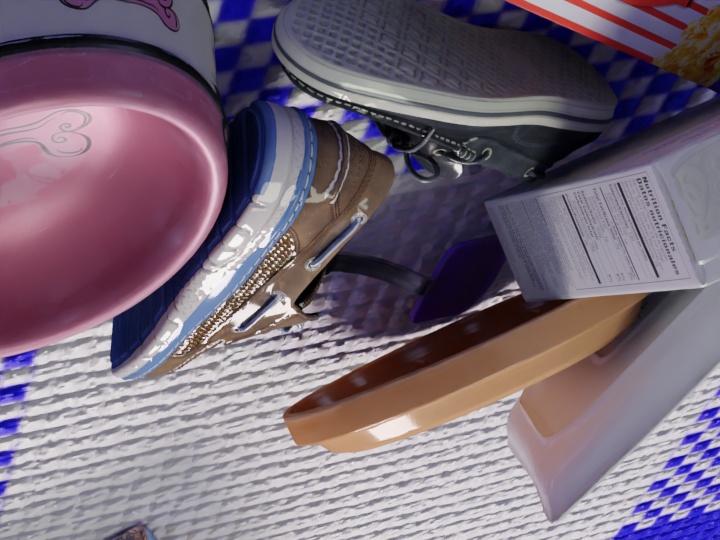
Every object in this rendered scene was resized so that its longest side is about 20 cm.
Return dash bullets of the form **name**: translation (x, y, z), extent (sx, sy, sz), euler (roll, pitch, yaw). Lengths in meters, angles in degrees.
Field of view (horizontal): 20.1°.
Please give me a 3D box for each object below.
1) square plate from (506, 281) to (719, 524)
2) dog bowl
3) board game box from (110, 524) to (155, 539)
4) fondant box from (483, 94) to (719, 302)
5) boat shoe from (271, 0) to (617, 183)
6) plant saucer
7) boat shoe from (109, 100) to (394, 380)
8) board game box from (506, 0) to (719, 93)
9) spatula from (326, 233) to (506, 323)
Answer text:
- **square plate**: translation (0.148, 0.031, 1.039), extent (0.198, 0.028, 0.200), euler (-47, -174, 3)
- **dog bowl**: translation (-0.140, -0.039, 0.789), extent (0.199, 0.074, 0.200), euler (-19, 150, -12)
- **board game box**: translation (-0.161, 0.261, 1.233), extent (0.159, 0.097, 0.200), euler (-25, 151, -1)
- **fondant box**: translation (0.158, -0.041, 0.903), extent (0.144, 0.058, 0.200), euler (-24, -175, -16)
- **boat shoe**: translation (0.033, -0.073, 0.870), extent (0.200, 0.075, 0.062), euler (5, 133, -50)
- **plant saucer**: translation (0.057, 0.045, 1.021), extent (0.200, 0.032, 0.200), euler (-23, -178, 1)
- **boat shoe**: translation (-0.051, 0.001, 0.883), extent (0.072, 0.073, 0.200), euler (13, 151, -23)
- **board game box**: translation (0.151, -0.156, 0.849), extent (0.151, 0.046, 0.200), euler (-41, 148, 27)
- **spatula**: translation (0.000, 0.000, 1.011), extent (0.199, 0.021, 0.057), euler (4, 127, -38)
